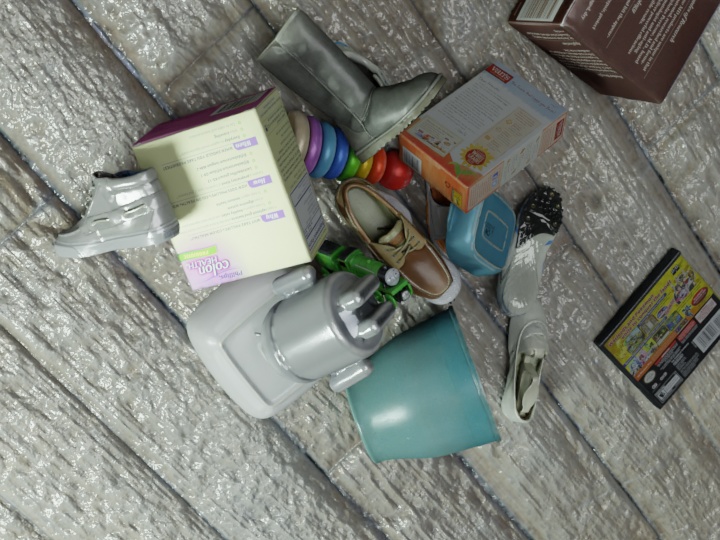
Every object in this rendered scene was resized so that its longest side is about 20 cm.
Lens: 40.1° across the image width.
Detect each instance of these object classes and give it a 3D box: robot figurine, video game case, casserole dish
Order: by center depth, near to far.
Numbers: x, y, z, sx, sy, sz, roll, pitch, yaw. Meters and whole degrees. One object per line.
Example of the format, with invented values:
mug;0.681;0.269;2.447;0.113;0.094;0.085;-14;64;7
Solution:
robot figurine;-0.049;0.075;1.263;0.198;0.113;0.172;-26;96;35
casserole dish;0.174;-0.058;1.386;0.199;0.038;0.124;27;76;-61
video game case;0.499;0.097;1.610;0.180;0.025;0.201;42;89;-24

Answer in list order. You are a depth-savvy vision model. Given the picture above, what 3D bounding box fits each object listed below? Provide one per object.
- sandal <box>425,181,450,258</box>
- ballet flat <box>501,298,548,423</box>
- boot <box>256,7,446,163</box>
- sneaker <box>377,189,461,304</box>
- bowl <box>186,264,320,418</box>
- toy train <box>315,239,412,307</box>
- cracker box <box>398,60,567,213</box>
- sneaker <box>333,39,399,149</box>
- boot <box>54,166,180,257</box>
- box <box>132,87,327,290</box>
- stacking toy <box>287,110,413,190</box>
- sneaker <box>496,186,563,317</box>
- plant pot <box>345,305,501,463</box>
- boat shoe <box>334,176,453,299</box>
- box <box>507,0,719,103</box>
sandal;0.132;-0.106;1.410;0.078;0.059;0.211;-18;110;-13
ballet flat;0.261;0.141;1.518;0.068;0.069;0.205;2;103;-19
boot;-0.013;-0.252;1.237;0.181;0.073;0.201;-36;99;32
sneaker;0.065;-0.026;1.401;0.075;0.114;0.200;-42;78;-2
bowl;-0.121;0.097;1.371;0.199;0.075;0.201;-37;112;-5
toy train;0.000;0.000;1.318;0.041;0.199;0.057;-37;119;-21
cracker box;0.165;-0.184;1.334;0.199;0.134;0.058;-37;151;-22
sneaker;0.024;-0.227;1.327;0.199;0.087;0.076;37;89;-25
boot;-0.312;-0.076;1.217;0.196;0.073;0.097;-8;108;29
box;-0.159;-0.101;1.243;0.172;0.097;0.203;-14;110;19
stacking toy;-0.015;-0.155;1.343;0.196;0.085;0.087;10;101;-28
sneaker;0.248;-0.030;1.474;0.071;0.072;0.204;20;83;-11
plant pot;0.081;0.179;1.408;0.185;0.201;0.203;-21;111;4
boat shoe;0.040;-0.040;1.296;0.200;0.074;0.076;43;89;-3
box;0.345;-0.358;1.358;0.198;0.166;0.166;29;93;-23
